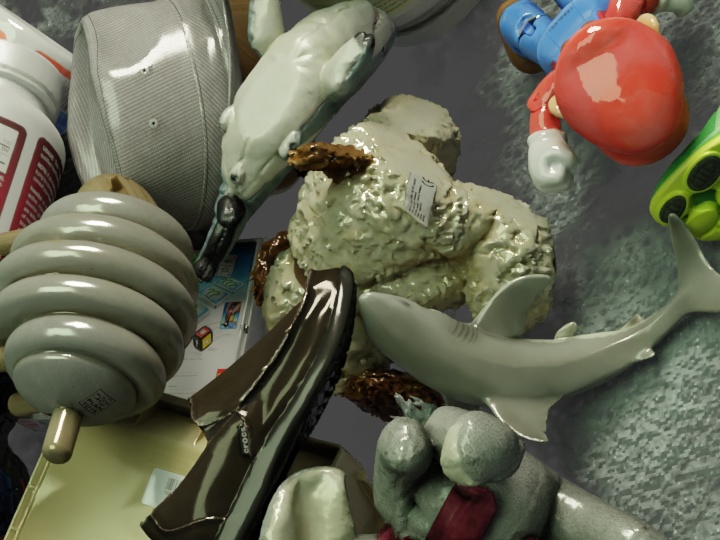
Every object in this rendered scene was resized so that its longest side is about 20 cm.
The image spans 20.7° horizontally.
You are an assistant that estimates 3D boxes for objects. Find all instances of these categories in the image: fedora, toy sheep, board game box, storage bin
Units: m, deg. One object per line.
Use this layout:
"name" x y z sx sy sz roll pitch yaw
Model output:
"fedora" -0.140 -0.107 1.294 0.177 0.090 0.200 159 105 -68
"toy sheep" -0.163 0.027 1.178 0.138 0.138 0.200 -13 55 31
"board game box" -0.146 0.046 1.349 0.200 0.035 0.126 -3 66 35
"storage bin" -0.111 0.186 1.192 0.200 0.094 0.199 14 73 29

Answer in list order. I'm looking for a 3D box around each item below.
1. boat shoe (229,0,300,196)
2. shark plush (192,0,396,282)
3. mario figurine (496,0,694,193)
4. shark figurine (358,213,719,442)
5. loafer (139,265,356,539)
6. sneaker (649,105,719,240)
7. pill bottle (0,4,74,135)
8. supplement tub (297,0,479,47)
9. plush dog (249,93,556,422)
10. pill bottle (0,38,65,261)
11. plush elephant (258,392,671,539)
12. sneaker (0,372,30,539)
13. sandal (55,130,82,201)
"boat shoe" -0.085 -0.126 1.373 0.065 0.071 0.200 122 142 -48
"shark plush" -0.038 -0.080 1.217 0.091 0.083 0.200 16 82 25
"mario figurine" 0.148 -0.114 1.174 0.200 0.106 0.124 -111 28 -61
"shark figurine" 0.115 0.057 1.122 0.214 0.128 0.090 -10 37 3
"loafer" -0.063 0.080 1.111 0.071 0.073 0.200 25 77 6
"sneaker" 0.242 -0.098 1.124 0.200 0.074 0.084 -49 23 12
"pill bottle" -0.294 -0.095 1.472 0.112 0.112 0.200 37 92 41
"supplement tub" -0.011 -0.243 1.275 0.145 0.200 0.145 -15 61 30
"plush dog" 0.000 0.000 1.209 0.200 0.160 0.172 50 125 40
"pill bottle" -0.257 -0.047 1.283 0.113 0.113 0.200 -9 55 33
"plush elephant" 0.039 0.159 1.084 0.155 0.165 0.200 -58 31 -7
"sneaker" -0.277 0.105 1.346 0.078 0.075 0.200 2 96 27
"sandal" -0.232 -0.011 1.381 0.201 0.075 0.048 -51 11 4
